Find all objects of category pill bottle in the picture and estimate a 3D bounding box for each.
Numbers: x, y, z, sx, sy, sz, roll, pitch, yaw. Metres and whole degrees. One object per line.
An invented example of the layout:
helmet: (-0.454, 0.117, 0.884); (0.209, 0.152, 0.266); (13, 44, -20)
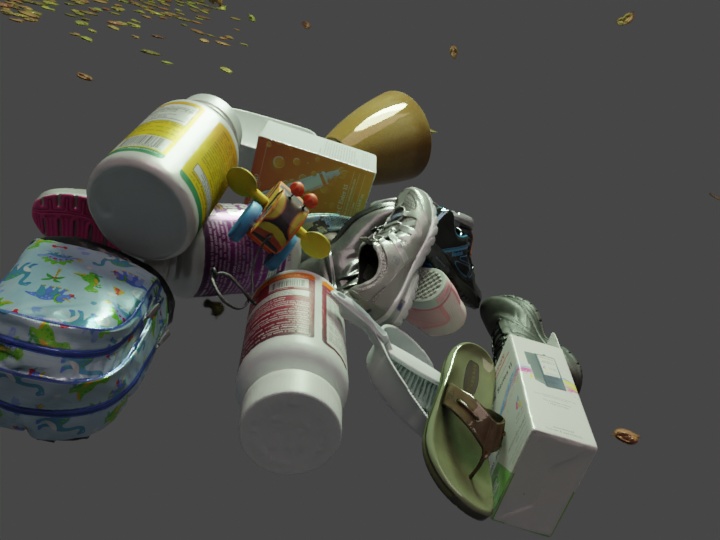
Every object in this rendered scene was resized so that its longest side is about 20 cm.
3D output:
pill bottle: (-0.179, -0.025, 0.763); (0.197, 0.114, 0.112); (-3, 34, -39)
pill bottle: (-0.195, -0.111, 0.672); (0.110, 0.114, 0.202); (18, 37, -3)
pill bottle: (-0.066, 0.092, 0.622); (0.107, 0.112, 0.201); (14, 26, -11)

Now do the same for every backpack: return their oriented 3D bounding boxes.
backpack: (-0.255, 0.053, 0.554); (0.160, 0.155, 0.202); (21, 37, -12)

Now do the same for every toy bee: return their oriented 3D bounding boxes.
toy bee: (-0.080, -0.048, 0.657); (0.130, 0.109, 0.202); (31, 25, -36)

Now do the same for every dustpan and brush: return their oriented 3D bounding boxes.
dustpan and brush: (0.033, 0.092, 0.673); (0.198, 0.057, 0.141); (35, 22, -19)

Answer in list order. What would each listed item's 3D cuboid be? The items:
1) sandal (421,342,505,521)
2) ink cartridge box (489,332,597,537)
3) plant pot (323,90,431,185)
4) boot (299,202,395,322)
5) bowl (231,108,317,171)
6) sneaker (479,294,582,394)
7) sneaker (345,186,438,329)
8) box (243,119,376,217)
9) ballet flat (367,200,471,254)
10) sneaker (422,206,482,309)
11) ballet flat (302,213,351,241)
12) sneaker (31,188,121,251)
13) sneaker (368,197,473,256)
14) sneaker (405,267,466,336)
sandal: (0.109, 0.142, 0.621); (0.079, 0.057, 0.203); (31, 41, -15)
ink cartridge box: (0.174, 0.153, 0.664); (0.066, 0.119, 0.201); (15, 26, -2)
plant pot: (0.015, -0.251, 1.282); (0.185, 0.190, 0.198); (35, 42, 29)
boot: (0.000, 0.000, 0.829); (0.198, 0.070, 0.132); (-33, 43, -7)
bowl: (-0.174, -0.226, 1.193); (0.195, 0.076, 0.201); (12, 26, -16)
sneaker: (0.210, 0.099, 0.851); (0.089, 0.078, 0.201); (-2, 30, -23)
sneaker: (0.038, -0.031, 0.765); (0.081, 0.074, 0.203); (32, 52, -22)
box: (-0.083, -0.152, 1.056); (0.195, 0.127, 0.098); (16, 26, -6)
ballet flat: (0.101, -0.059, 1.095); (0.197, 0.076, 0.074); (30, 28, 16)
sneaker: (0.137, -0.010, 0.892); (0.072, 0.083, 0.200); (26, -12, 37)
ballet flat: (-0.029, -0.047, 0.955); (0.196, 0.076, 0.074); (-6, 35, -36)
sneaker: (-0.307, -0.063, 0.795); (0.196, 0.083, 0.088); (12, 24, -34)
sneaker: (0.100, -0.041, 0.969); (0.196, 0.115, 0.077); (11, -16, -28)
sneaker: (0.064, 0.037, 0.877); (0.198, 0.076, 0.105); (16, -23, 49)
